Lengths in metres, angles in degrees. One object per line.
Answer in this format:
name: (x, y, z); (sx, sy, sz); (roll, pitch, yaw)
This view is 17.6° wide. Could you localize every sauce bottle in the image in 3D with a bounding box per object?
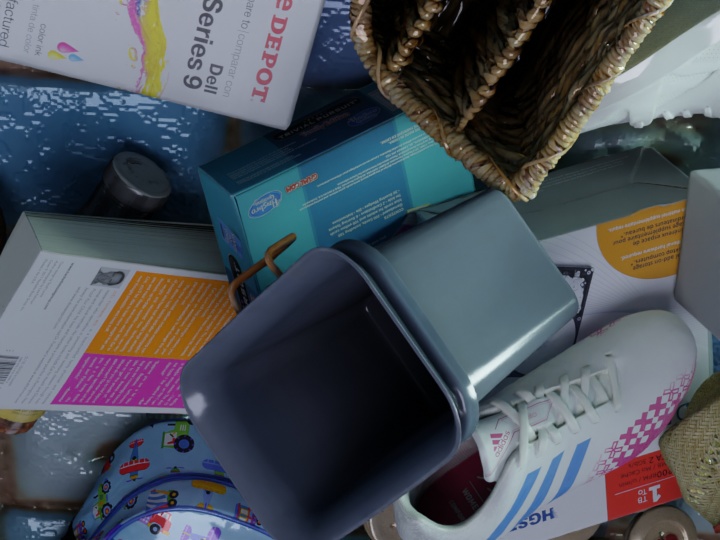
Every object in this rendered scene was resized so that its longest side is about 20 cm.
sauce bottle: (-0.180, 0.012, 1.410); (0.066, 0.066, 0.201); (27, 118, -15)

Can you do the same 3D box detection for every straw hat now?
straw hat: (0.219, 0.104, 1.336); (0.085, 0.201, 0.202); (34, 122, 11)

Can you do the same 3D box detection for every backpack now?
backpack: (-0.106, 0.204, 1.494); (0.181, 0.135, 0.201); (24, 119, -14)

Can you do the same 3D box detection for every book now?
book: (-0.134, 0.033, 1.375); (0.199, 0.048, 0.134); (5, 132, -39)

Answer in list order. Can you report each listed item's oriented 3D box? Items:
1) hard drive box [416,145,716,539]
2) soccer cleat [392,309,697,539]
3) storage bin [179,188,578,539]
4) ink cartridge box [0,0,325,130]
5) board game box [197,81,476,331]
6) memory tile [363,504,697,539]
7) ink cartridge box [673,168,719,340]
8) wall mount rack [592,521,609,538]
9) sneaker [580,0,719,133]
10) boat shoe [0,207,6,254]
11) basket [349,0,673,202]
hard drive box: (0.124, 0.047, 1.370); (0.155, 0.077, 0.201); (-16, 120, -15)
soccer cleat: (0.102, 0.089, 1.281); (0.200, 0.070, 0.086); (-39, 154, 0)
storage bin: (0.011, 0.037, 1.242); (0.146, 0.134, 0.200); (54, 140, 5)
ink cartridge box: (-0.114, -0.178, 1.265); (0.198, 0.088, 0.146); (13, 123, -9)
board game box: (0.000, 0.000, 1.361); (0.150, 0.047, 0.201); (-26, 125, -19)
memory tile: (0.109, 0.161, 1.459); (0.199, 0.017, 0.154); (-26, 106, -12)
ink cartridge box: (0.297, 0.000, 1.291); (0.198, 0.144, 0.084); (-6, 116, -20)
wall mount rack: (0.188, 0.223, 1.533); (0.199, 0.075, 0.174); (20, 125, -12)
sneaker: (0.198, -0.096, 1.315); (0.199, 0.074, 0.116); (-25, 116, 16)
boat shoe: (-0.295, -0.070, 1.362); (0.075, 0.075, 0.203); (-27, 114, 35)
basket: (0.076, -0.169, 1.226); (0.142, 0.149, 0.201); (26, 122, -15)
